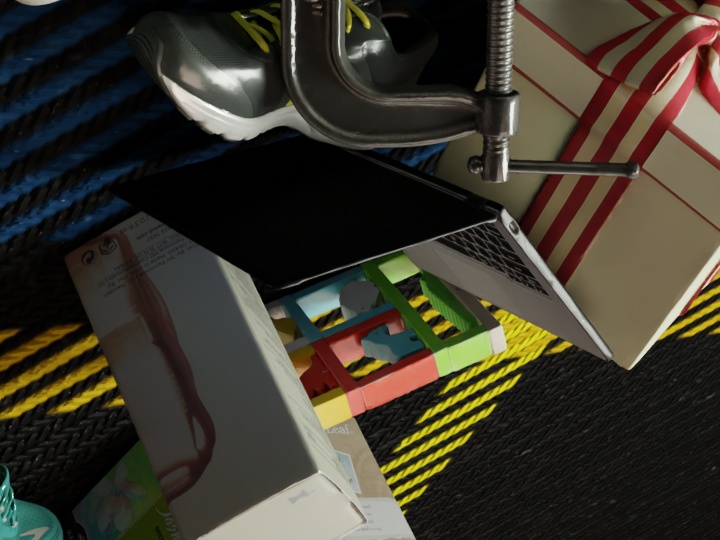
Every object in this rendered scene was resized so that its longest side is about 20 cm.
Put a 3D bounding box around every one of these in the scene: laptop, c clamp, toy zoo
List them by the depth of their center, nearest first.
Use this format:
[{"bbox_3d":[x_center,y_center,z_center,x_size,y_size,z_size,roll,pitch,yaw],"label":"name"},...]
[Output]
[{"bbox_3d":[0.044,-0.134,0.792,0.170,0.027,0.201,-5,110,1],"label":"c clamp"},{"bbox_3d":[0.000,0.000,0.899,0.116,0.187,0.200,-48,127,-10],"label":"laptop"},{"bbox_3d":[-0.023,0.051,1.061,0.199,0.131,0.021,-23,122,-12],"label":"toy zoo"}]

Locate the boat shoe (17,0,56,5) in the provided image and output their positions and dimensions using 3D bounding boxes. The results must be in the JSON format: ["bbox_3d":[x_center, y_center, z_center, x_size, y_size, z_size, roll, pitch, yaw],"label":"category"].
[{"bbox_3d":[-0.086,-0.183,0.680,0.201,0.072,0.060,-32,156,14],"label":"boat shoe"}]

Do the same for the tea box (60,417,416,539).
[{"bbox_3d":[-0.101,0.213,1.242,0.199,0.134,0.197,7,135,-47],"label":"tea box"}]

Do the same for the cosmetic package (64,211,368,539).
[{"bbox_3d":[-0.084,0.068,0.951,0.087,0.201,0.103,-29,150,1],"label":"cosmetic package"}]

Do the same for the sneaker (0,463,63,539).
[{"bbox_3d":[-0.255,0.159,1.085,0.080,0.078,0.200,-44,149,9],"label":"sneaker"}]

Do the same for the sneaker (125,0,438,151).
[{"bbox_3d":[-0.036,-0.118,0.846,0.085,0.075,0.200,-50,154,24],"label":"sneaker"}]

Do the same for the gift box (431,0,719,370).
[{"bbox_3d":[0.175,-0.081,0.914,0.185,0.200,0.187,-47,168,-39],"label":"gift box"}]
